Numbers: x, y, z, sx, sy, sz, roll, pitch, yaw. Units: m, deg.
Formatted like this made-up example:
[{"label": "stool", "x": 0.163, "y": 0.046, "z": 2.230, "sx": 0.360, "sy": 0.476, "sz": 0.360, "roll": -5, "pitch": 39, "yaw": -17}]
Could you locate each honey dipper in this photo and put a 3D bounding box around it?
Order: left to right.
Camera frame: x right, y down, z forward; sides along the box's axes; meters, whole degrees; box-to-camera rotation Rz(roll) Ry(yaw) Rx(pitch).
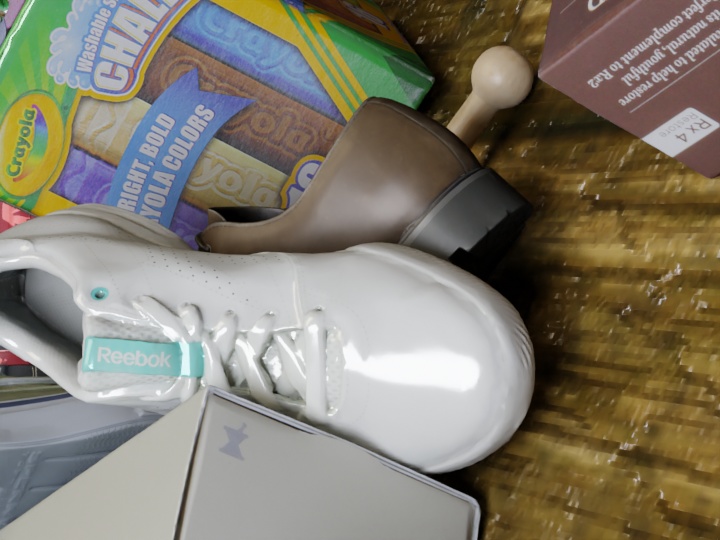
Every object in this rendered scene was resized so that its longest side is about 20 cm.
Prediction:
[{"label": "honey dipper", "x": 0.000, "y": 0.000, "z": 0.818, "sx": 0.200, "sy": 0.038, "sz": 0.038, "roll": -55, "pitch": 22, "yaw": 13}]

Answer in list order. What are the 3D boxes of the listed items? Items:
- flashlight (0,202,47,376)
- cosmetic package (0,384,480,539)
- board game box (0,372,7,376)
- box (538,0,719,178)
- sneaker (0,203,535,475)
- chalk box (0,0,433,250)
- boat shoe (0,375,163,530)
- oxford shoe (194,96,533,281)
[{"label": "flashlight", "x": -0.163, "y": -0.012, "z": 1.088, "sx": 0.067, "sy": 0.068, "sz": 0.201, "roll": -13, "pitch": 69, "yaw": 30}, {"label": "cosmetic package", "x": -0.060, "y": 0.117, "z": 0.725, "sx": 0.200, "sy": 0.103, "sz": 0.073, "roll": -35, "pitch": 36, "yaw": 52}, {"label": "board game box", "x": -0.152, "y": 0.150, "z": 0.895, "sx": 0.103, "sy": 0.105, "sz": 0.200, "roll": -50, "pitch": 26, "yaw": 29}, {"label": "box", "x": 0.119, "y": -0.139, "z": 0.654, "sx": 0.100, "sy": 0.075, "sz": 0.201, "roll": -36, "pitch": 35, "yaw": 49}, {"label": "sneaker", "x": -0.046, "y": 0.025, "z": 0.690, "sx": 0.199, "sy": 0.088, "sz": 0.076, "roll": 10, "pitch": 99, "yaw": 30}, {"label": "chalk box", "x": -0.094, "y": -0.088, "z": 0.885, "sx": 0.124, "sy": 0.199, "sz": 0.125, "roll": -57, "pitch": 22, "yaw": 14}, {"label": "boat shoe", "x": -0.130, "y": 0.063, "z": 0.828, "sx": 0.062, "sy": 0.200, "sz": 0.072, "roll": 44, "pitch": 112, "yaw": 32}, {"label": "oxford shoe", "x": -0.029, "y": 0.020, "z": 0.771, "sx": 0.200, "sy": 0.084, "sz": 0.073, "roll": -50, "pitch": -11, "yaw": 23}]
